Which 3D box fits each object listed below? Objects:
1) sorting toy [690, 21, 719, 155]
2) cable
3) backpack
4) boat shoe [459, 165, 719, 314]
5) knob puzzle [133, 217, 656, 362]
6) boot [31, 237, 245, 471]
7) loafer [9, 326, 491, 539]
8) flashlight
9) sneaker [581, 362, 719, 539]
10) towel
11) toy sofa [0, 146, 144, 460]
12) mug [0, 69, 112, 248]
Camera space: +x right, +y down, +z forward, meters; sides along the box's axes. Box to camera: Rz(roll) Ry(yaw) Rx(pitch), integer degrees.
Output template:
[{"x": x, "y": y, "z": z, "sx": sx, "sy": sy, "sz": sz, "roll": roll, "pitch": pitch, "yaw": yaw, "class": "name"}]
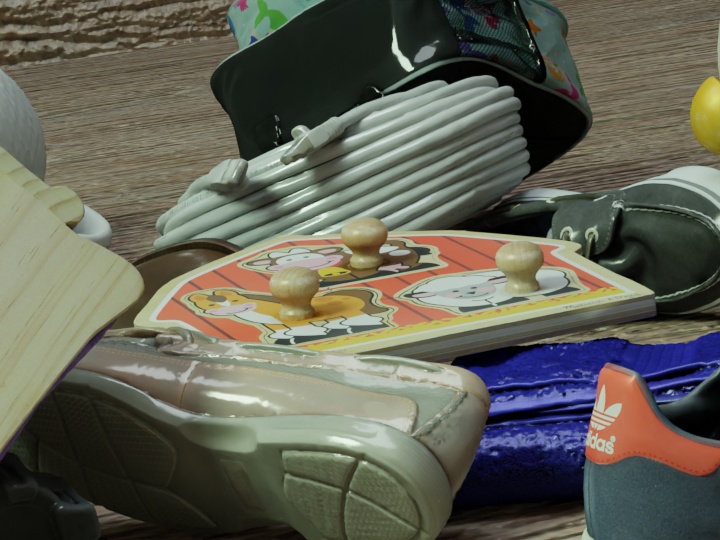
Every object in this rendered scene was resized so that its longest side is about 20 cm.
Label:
[{"x": 0.237, "y": -0.035, "z": 1.205, "sx": 0.107, "sy": 0.200, "sz": 0.180, "roll": -48, "pitch": 23, "yaw": 13, "class": "sorting toy"}, {"x": -0.006, "y": -0.036, "z": 1.406, "sx": 0.199, "sy": 0.070, "sz": 0.200, "roll": -23, "pitch": -2, "yaw": -28, "class": "cable"}, {"x": 0.029, "y": -0.108, "z": 1.609, "sx": 0.177, "sy": 0.151, "sz": 0.199, "roll": -30, "pitch": -31, "yaw": 33, "class": "backpack"}, {"x": 0.110, "y": -0.009, "z": 1.325, "sx": 0.066, "sy": 0.070, "sz": 0.200, "roll": -22, "pitch": 16, "yaw": -32, "class": "boat shoe"}, {"x": 0.000, "y": 0.000, "z": 1.156, "sx": 0.218, "sy": 0.031, "sz": 0.220, "roll": -6, "pitch": 14, "yaw": 1, "class": "knob puzzle"}, {"x": -0.109, "y": 0.044, "z": 1.206, "sx": 0.186, "sy": 0.065, "sz": 0.199, "roll": -1, "pitch": 16, "yaw": 43, "class": "boot"}, {"x": -0.044, "y": 0.054, "z": 1.014, "sx": 0.199, "sy": 0.072, "sz": 0.063, "roll": 8, "pitch": 44, "yaw": 33, "class": "loafer"}, {"x": -0.159, "y": 0.080, "z": 1.015, "sx": 0.068, "sy": 0.068, "sz": 0.200, "roll": 23, "pitch": 2, "yaw": -24, "class": "flashlight"}, {"x": 0.163, "y": 0.047, "z": 0.909, "sx": 0.199, "sy": 0.085, "sz": 0.075, "roll": -11, "pitch": 10, "yaw": -23, "class": "sneaker"}, {"x": 0.127, "y": 0.044, "z": 1.054, "sx": 0.199, "sy": 0.050, "sz": 0.148, "roll": -5, "pitch": 11, "yaw": 9, "class": "towel"}, {"x": -0.164, "y": 0.047, "z": 0.935, "sx": 0.083, "sy": 0.097, "sz": 0.200, "roll": -43, "pitch": 11, "yaw": 47, "class": "toy sofa"}, {"x": -0.239, "y": -0.053, "z": 1.654, "sx": 0.199, "sy": 0.148, "sz": 0.175, "roll": 27, "pitch": 10, "yaw": 10, "class": "mug"}]
